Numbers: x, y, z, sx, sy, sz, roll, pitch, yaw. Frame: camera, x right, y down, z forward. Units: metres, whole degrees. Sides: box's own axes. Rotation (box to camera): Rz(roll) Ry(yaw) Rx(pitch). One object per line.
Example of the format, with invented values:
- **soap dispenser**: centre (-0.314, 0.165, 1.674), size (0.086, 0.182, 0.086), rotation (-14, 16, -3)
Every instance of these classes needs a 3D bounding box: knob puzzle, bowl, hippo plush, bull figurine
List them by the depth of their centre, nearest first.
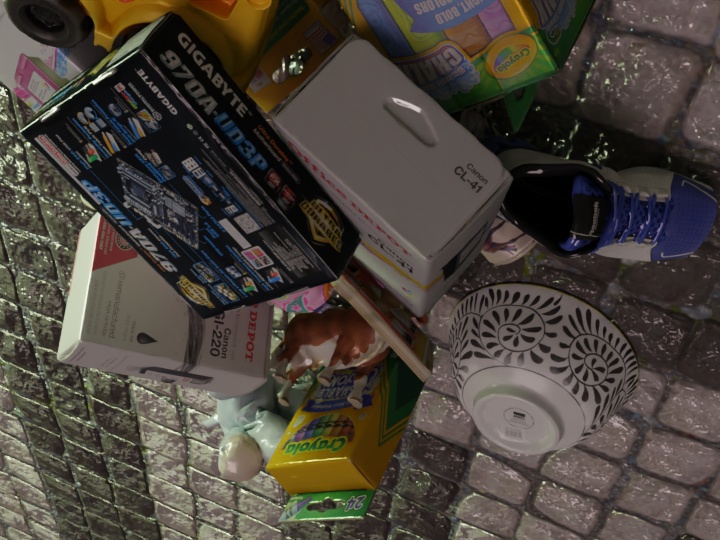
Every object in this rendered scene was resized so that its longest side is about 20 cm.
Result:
- **knob puzzle**: centre (0.000, 0.000, 0.834), size (0.030, 0.220, 0.220), rotation (-43, 107, 6)
- **bowl**: centre (0.165, 0.117, 0.938), size (0.198, 0.095, 0.202), rotation (17, 138, 16)
- **bull figurine**: centre (-0.019, 0.079, 0.996), size (0.199, 0.122, 0.065), rotation (-13, 128, 48)
- **hippo plush**: centre (-0.122, 0.128, 1.120), size (0.200, 0.158, 0.163), rotation (-138, 30, -67)

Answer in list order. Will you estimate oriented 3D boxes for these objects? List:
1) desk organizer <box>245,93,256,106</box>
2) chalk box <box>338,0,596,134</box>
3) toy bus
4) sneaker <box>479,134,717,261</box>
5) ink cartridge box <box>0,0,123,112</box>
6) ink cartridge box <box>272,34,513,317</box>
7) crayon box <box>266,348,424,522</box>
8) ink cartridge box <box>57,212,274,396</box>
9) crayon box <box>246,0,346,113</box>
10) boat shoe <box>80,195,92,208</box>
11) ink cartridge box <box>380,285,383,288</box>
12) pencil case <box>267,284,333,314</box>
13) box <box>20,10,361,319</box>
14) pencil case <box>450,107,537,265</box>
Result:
- **desk organizer**: centre (-0.199, -0.158, 0.894), size (0.198, 0.072, 0.077), rotation (22, 138, 9)
- **chalk box**: centre (0.078, -0.192, 0.648), size (0.123, 0.125, 0.201), rotation (-14, 125, 40)
- **toy bus**: centre (-0.133, -0.224, 0.602), size (0.198, 0.137, 0.192), rotation (20, 156, -14)
- **sneaker**: centre (0.176, -0.040, 0.705), size (0.197, 0.115, 0.082), rotation (12, 107, -9)
- **ink cartridge box**: centre (-0.201, -0.184, 0.730), size (0.200, 0.145, 0.084), rotation (44, 139, -16)
- **ink cartridge box**: centre (0.021, -0.058, 0.692), size (0.147, 0.086, 0.200), rotation (42, 173, 10)
- **crayon box**: centre (-0.016, 0.166, 1.002), size (0.125, 0.201, 0.052), rotation (-16, 123, 40)
- **ink cartridge box**: centre (-0.191, 0.036, 0.969), size (0.198, 0.148, 0.085), rotation (16, 155, -28)
- **crayon box**: centre (-0.104, -0.239, 0.766), size (0.200, 0.052, 0.125), rotation (45, 139, -16)
- **boat shoe**: centre (-0.200, -0.091, 0.962), size (0.199, 0.074, 0.064), rotation (7, 136, 18)
- **ink cartridge box**: centre (0.016, -0.061, 0.892), size (0.094, 0.037, 0.202), rotation (10, 134, 23)
- **pencil case**: centre (-0.108, -0.017, 0.908), size (0.087, 0.089, 0.199), rotation (-8, 158, 37)
- **box**: centre (-0.117, -0.060, 0.657), size (0.158, 0.046, 0.200), rotation (-17, 123, 43)
- **pencil case**: centre (0.080, -0.103, 0.776), size (0.200, 0.090, 0.078), rotation (46, 166, -18)
